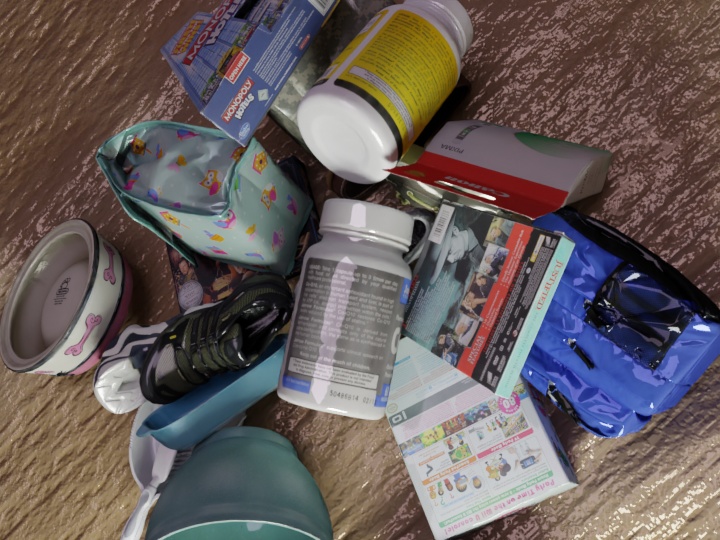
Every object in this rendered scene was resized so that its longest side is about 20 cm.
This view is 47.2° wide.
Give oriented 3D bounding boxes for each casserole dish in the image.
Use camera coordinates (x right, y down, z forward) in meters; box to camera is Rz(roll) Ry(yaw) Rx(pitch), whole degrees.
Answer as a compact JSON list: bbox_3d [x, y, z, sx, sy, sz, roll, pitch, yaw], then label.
[{"bbox_3d":[-0.153,0.137,0.912,0.199,0.121,0.039,-35,101,-23],"label":"casserole dish"}]

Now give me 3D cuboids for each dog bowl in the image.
[{"bbox_3d":[-0.366,0.041,1.037,0.198,0.073,0.203,-22,53,33],"label":"dog bowl"}]

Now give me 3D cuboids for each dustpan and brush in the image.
[{"bbox_3d":[-0.230,0.235,0.964,0.138,0.057,0.203,16,83,25],"label":"dustpan and brush"}]

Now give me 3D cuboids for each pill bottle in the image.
[{"bbox_3d":[0.032,-0.193,0.837,0.111,0.113,0.201,23,60,26],"label":"pill bottle"},{"bbox_3d":[-0.011,0.037,0.825,0.112,0.114,0.203,10,85,24],"label":"pill bottle"}]

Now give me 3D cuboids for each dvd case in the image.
[{"bbox_3d":[0.106,0.017,0.776,0.199,0.022,0.148,27,95,61],"label":"dvd case"}]

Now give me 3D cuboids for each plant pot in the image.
[{"bbox_3d":[-0.124,0.251,0.860,0.198,0.201,0.135,-22,42,16],"label":"plant pot"}]

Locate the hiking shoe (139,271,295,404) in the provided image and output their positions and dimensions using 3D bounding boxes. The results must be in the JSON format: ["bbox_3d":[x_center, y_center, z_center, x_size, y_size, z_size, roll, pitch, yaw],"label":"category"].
[{"bbox_3d":[-0.156,0.077,0.887,0.199,0.101,0.076,-39,108,-5],"label":"hiking shoe"}]

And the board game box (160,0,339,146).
[{"bbox_3d":[-0.130,-0.249,0.873,0.199,0.061,0.201,30,86,52],"label":"board game box"}]

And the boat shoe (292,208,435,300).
[{"bbox_3d":[0.000,0.000,0.919,0.198,0.068,0.073,-28,88,10],"label":"boat shoe"}]

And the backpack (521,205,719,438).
[{"bbox_3d":[0.218,0.044,0.772,0.200,0.162,0.168,42,97,25],"label":"backpack"}]

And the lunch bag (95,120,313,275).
[{"bbox_3d":[-0.180,-0.080,0.926,0.197,0.170,0.124,10,72,24],"label":"lunch bag"}]

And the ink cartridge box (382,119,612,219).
[{"bbox_3d":[0.137,-0.106,0.800,0.159,0.199,0.051,21,109,28],"label":"ink cartridge box"}]

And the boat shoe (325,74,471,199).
[{"bbox_3d":[0.044,-0.156,0.947,0.070,0.070,0.201,42,94,28],"label":"boat shoe"}]

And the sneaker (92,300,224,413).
[{"bbox_3d":[-0.231,0.086,0.991,0.198,0.080,0.129,-35,24,-14],"label":"sneaker"}]

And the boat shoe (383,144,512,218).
[{"bbox_3d":[0.072,-0.094,0.894,0.199,0.072,0.061,21,119,5],"label":"boat shoe"}]

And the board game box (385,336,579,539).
[{"bbox_3d":[0.111,0.152,0.843,0.146,0.064,0.202,-28,66,15],"label":"board game box"}]

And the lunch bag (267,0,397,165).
[{"bbox_3d":[-0.033,-0.242,0.947,0.139,0.168,0.201,42,94,26],"label":"lunch bag"}]

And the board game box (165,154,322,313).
[{"bbox_3d":[-0.144,-0.038,1.014,0.198,0.035,0.137,-24,68,15],"label":"board game box"}]
